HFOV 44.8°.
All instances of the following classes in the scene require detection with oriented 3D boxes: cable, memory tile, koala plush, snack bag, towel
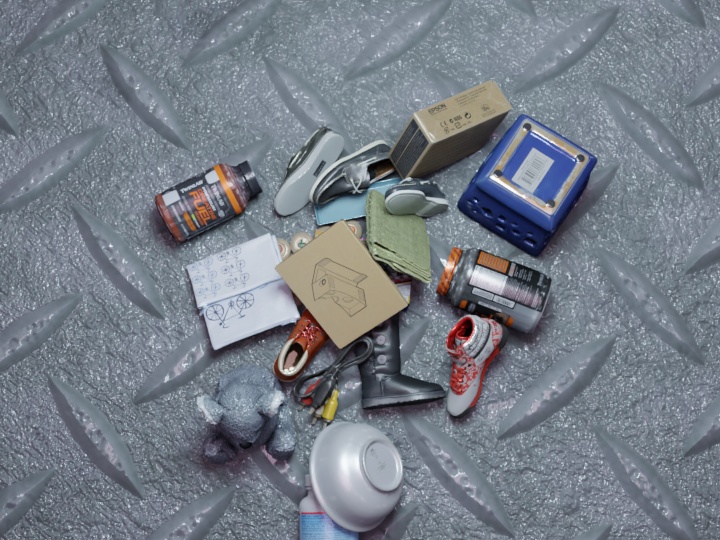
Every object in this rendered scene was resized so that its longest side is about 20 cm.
[{"bbox_3d":[-0.052,0.200,1.668,0.097,0.050,0.200,35,88,24],"label":"cable"},{"bbox_3d":[-0.079,-0.011,1.739,0.200,0.017,0.154,-15,78,-3],"label":"memory tile"},{"bbox_3d":[-0.213,0.255,1.589,0.177,0.200,0.184,-3,77,1],"label":"koala plush"},{"bbox_3d":[-0.230,0.042,1.699,0.188,0.021,0.200,-20,64,1],"label":"snack bag"},{"bbox_3d":[0.070,-0.065,1.660,0.148,0.200,0.036,30,123,-24],"label":"towel"}]

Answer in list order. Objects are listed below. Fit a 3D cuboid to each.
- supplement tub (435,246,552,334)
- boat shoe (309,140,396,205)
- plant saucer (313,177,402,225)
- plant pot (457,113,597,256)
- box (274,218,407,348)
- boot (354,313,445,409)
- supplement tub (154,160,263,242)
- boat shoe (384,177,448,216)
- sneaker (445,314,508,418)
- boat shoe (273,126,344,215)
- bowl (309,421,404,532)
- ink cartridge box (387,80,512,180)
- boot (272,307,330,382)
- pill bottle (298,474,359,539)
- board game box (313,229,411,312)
[{"bbox_3d":[0.254,0.033,1.669,0.200,0.123,0.123,21,79,6],"label":"supplement tub"},{"bbox_3d":[-0.011,-0.186,1.730,0.200,0.072,0.068,-32,59,-16],"label":"boat shoe"},{"bbox_3d":[0.006,-0.138,1.759,0.200,0.019,0.070,-11,69,-3],"label":"plant saucer"},{"bbox_3d":[0.326,-0.171,1.684,0.200,0.180,0.200,34,80,7],"label":"plant pot"},{"bbox_3d":[-0.036,0.028,1.607,0.163,0.021,0.200,-34,102,19],"label":"box"},{"bbox_3d":[0.071,0.158,1.680,0.165,0.066,0.200,-6,73,-2],"label":"boot"},{"bbox_3d":[-0.297,-0.144,1.725,0.200,0.107,0.107,-28,79,-4],"label":"supplement tub"},{"bbox_3d":[0.099,-0.146,1.686,0.076,0.200,0.060,-30,72,23],"label":"boat shoe"},{"bbox_3d":[0.187,0.175,1.626,0.067,0.108,0.202,38,104,50],"label":"sneaker"},{"bbox_3d":[-0.112,-0.201,1.761,0.200,0.071,0.064,-52,49,-1],"label":"boat shoe"},{"bbox_3d":[0.013,0.357,1.563,0.090,0.201,0.201,-30,74,40],"label":"bowl"},{"bbox_3d":[0.170,-0.267,1.686,0.200,0.165,0.075,-27,79,-26],"label":"ink cartridge box"},{"bbox_3d":[-0.096,0.123,1.663,0.075,0.107,0.200,31,79,2],"label":"boot"},{"bbox_3d":[-0.057,0.472,1.587,0.109,0.109,0.200,-2,78,0],"label":"pill bottle"},{"bbox_3d":[0.000,0.000,1.686,0.200,0.035,0.136,10,57,-3],"label":"board game box"}]
